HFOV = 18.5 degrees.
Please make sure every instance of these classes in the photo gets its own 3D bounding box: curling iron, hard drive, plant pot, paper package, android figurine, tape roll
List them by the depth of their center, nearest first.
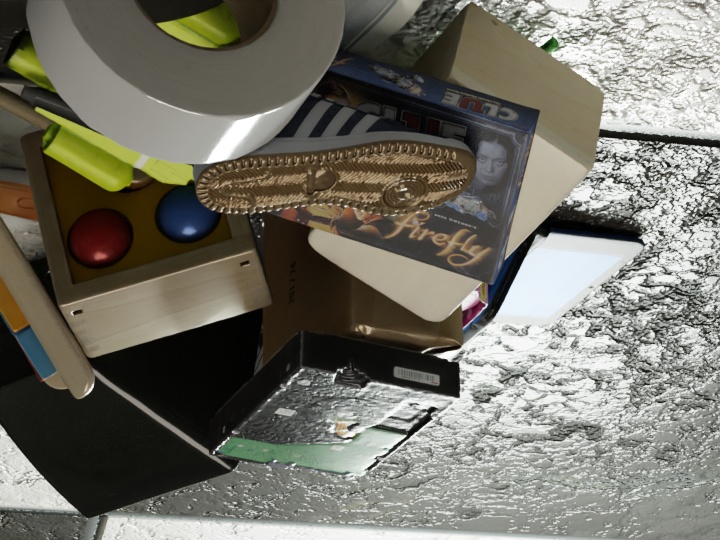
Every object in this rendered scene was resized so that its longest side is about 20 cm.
[{"bbox_3d":[-0.113,-0.174,1.446,0.202,0.203,0.071,9,152,-20],"label":"tape roll"},{"bbox_3d":[-0.150,-0.101,1.588,0.199,0.026,0.050,19,150,7],"label":"curling iron"},{"bbox_3d":[-0.155,-0.136,1.619,0.200,0.041,0.182,32,118,-20],"label":"android figurine"},{"bbox_3d":[-0.024,0.110,1.765,0.139,0.038,0.200,12,150,-20],"label":"hard drive"},{"bbox_3d":[0.000,0.000,1.807,0.103,0.201,0.191,12,152,-24],"label":"paper package"},{"bbox_3d":[-0.225,0.078,1.994,0.199,0.200,0.177,-20,136,35],"label":"plant pot"}]

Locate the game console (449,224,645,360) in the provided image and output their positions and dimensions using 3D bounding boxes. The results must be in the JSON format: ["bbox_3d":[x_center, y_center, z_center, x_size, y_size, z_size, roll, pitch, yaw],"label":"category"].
[{"bbox_3d":[0.143,0.043,2.009,0.118,0.171,0.200,33,146,-7],"label":"game console"}]

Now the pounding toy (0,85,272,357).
[{"bbox_3d":[-0.189,-0.062,1.725,0.184,0.200,0.142,-16,154,-2],"label":"pounding toy"}]

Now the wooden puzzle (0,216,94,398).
[{"bbox_3d":[-0.283,0.023,1.784,0.037,0.185,0.200,-31,-175,-13],"label":"wooden puzzle"}]

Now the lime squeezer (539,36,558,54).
[{"bbox_3d":[0.062,-0.143,1.719,0.199,0.038,0.071,-7,123,14],"label":"lime squeezer"}]

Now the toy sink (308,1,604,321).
[{"bbox_3d":[0.071,-0.081,1.667,0.130,0.112,0.200,32,128,-13],"label":"toy sink"}]

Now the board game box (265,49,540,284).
[{"bbox_3d":[0.018,-0.081,1.582,0.199,0.035,0.136,17,126,9],"label":"board game box"}]

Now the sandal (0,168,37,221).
[{"bbox_3d":[-0.243,-0.037,1.883,0.206,0.059,0.079,8,154,-17],"label":"sandal"}]

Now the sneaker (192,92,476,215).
[{"bbox_3d":[-0.024,-0.097,1.528,0.199,0.109,0.070,-2,136,-16],"label":"sneaker"}]

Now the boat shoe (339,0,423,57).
[{"bbox_3d":[-0.019,-0.187,1.589,0.071,0.070,0.201,36,145,-14],"label":"boat shoe"}]

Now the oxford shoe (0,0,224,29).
[{"bbox_3d":[-0.187,-0.209,1.519,0.199,0.072,0.071,0,162,-13],"label":"oxford shoe"}]

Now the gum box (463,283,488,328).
[{"bbox_3d":[0.047,0.008,1.926,0.066,0.114,0.200,9,152,-20],"label":"gum box"}]

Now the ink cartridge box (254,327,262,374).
[{"bbox_3d":[-0.057,0.080,1.990,0.044,0.094,0.200,7,-174,-16],"label":"ink cartridge box"}]
